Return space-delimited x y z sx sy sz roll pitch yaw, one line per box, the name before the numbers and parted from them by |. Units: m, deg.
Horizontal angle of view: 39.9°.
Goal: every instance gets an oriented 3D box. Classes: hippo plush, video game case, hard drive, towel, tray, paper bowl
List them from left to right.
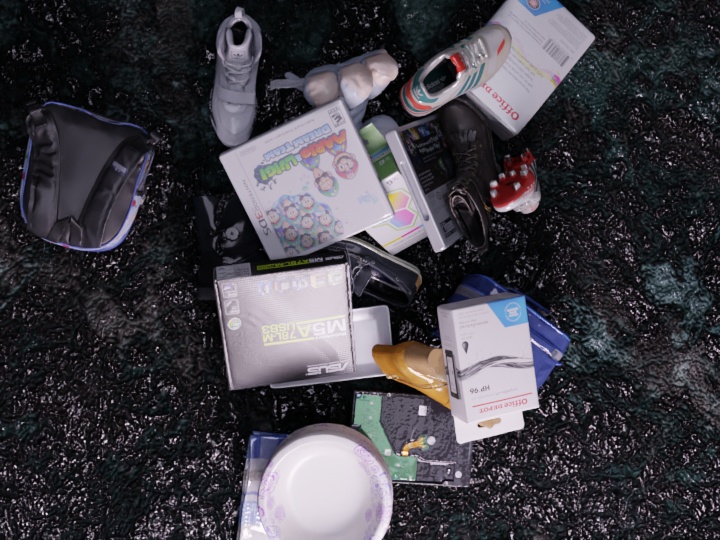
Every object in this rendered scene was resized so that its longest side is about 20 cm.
towel | -0.114 0.355 1.535 0.144 0.024 0.204 7 90 -8
video game case | -0.075 -0.121 1.405 0.197 0.024 0.184 -22 106 15
paper bowl | -0.050 0.329 1.472 0.196 0.104 0.205 0 95 2
tray | -0.048 0.117 1.539 0.196 0.022 0.110 -6 93 -7
hippo plush | -0.023 -0.219 1.452 0.196 0.160 0.163 -10 108 18
hard drive | 0.078 0.260 1.551 0.196 0.038 0.143 4 91 -8
video game case | 0.113 -0.135 1.478 0.023 0.200 0.184 -21 95 27

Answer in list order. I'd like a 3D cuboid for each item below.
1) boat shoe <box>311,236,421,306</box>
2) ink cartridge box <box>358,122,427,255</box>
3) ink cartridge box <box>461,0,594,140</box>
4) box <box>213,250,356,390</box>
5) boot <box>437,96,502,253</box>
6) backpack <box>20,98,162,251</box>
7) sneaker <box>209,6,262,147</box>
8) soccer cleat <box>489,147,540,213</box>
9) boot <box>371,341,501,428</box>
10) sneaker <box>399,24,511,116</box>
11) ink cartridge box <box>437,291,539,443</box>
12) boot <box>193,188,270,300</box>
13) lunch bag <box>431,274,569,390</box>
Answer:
boat shoe | 0.000 0.000 1.513 0.197 0.075 0.063 22 51 -11
ink cartridge box | 0.033 -0.114 1.457 0.103 0.060 0.200 -28 136 20
ink cartridge box | 0.240 -0.325 1.537 0.144 0.085 0.201 40 85 -5
box | -0.108 0.075 1.455 0.196 0.048 0.196 -7 119 -7
boot | 0.160 -0.146 1.472 0.068 0.175 0.202 -20 109 26
backpack | -0.397 -0.125 1.425 0.196 0.154 0.194 16 81 -1
sneaker | -0.185 -0.287 1.466 0.074 0.115 0.204 4 91 -7
soccer cleat | 0.240 -0.118 1.495 0.068 0.200 0.086 -18 109 20
boot | 0.118 0.167 1.505 0.201 0.143 0.071 41 68 -28
sneaker | 0.149 -0.294 1.432 0.198 0.093 0.071 -34 94 -12
ink cartridge box | 0.183 0.142 1.404 0.114 0.068 0.204 -10 96 -15
boot | -0.155 -0.040 1.494 0.196 0.076 0.172 1 95 -1
lunch bag | 0.223 0.096 1.517 0.198 0.136 0.133 34 88 -10
